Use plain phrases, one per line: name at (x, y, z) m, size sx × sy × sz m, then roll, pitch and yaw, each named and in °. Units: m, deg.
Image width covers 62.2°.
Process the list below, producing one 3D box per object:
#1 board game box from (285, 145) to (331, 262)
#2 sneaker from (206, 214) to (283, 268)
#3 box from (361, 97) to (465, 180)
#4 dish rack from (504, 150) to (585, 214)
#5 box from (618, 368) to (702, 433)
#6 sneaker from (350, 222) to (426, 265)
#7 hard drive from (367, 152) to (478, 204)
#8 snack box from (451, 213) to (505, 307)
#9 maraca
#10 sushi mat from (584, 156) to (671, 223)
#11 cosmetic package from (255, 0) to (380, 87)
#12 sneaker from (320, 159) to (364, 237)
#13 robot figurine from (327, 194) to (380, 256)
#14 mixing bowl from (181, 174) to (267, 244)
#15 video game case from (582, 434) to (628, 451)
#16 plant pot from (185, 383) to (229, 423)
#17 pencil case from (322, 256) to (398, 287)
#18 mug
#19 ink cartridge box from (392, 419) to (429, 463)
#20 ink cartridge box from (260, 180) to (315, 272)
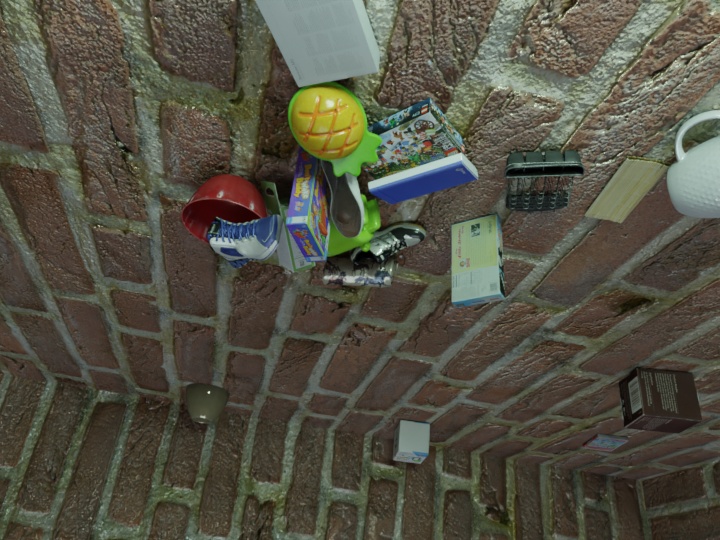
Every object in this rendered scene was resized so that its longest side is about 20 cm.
board game box at (-0.098, -0.140, 1.228) m, size 0.044 × 0.204 × 0.135 m, roll -2°, pitch 150°, yaw 14°
sneaker at (-0.264, -0.070, 1.285) m, size 0.114 × 0.082 × 0.197 m, roll 28°, pitch 145°, yaw -37°
box at (0.088, -0.245, 1.175) m, size 0.197 × 0.038 × 0.136 m, roll -17°, pitch 142°, yaw 34°
dish rack at (0.370, -0.170, 1.234) m, size 0.150 × 0.056 × 0.201 m, roll 1°, pitch 150°, yaw 11°
box at (1.021, 0.449, 2.048) m, size 0.195 × 0.169 × 0.165 m, roll 6°, pitch 150°, yaw 2°
sneaker at (0.066, -0.056, 1.454) m, size 0.196 × 0.089 × 0.076 m, roll -10°, pitch 145°, yaw 23°
hard drive at (0.130, -0.184, 1.222) m, size 0.197 × 0.026 × 0.131 m, roll -14°, pitch 169°, yaw 23°
snack box at (0.265, -0.023, 1.356) m, size 0.114 × 0.204 × 0.037 m, roll -12°, pitch 149°, yaw 30°
maraca at (-0.046, -0.257, 1.098) m, size 0.136 × 0.108 × 0.200 m, roll -32°, pitch 125°, yaw 20°
sushi mat at (0.553, -0.165, 1.247) m, size 0.094 × 0.012 × 0.201 m, roll 9°, pitch 150°, yaw -2°
cosmetic package at (-0.066, -0.392, 0.942) m, size 0.148 × 0.053 × 0.201 m, roll -6°, pitch 148°, yaw 17°
sneaker at (-0.026, -0.169, 1.236) m, size 0.071 × 0.085 × 0.203 m, roll 0°, pitch 123°, yaw 17°
robot figurine at (-0.045, -0.102, 1.366) m, size 0.198 × 0.118 × 0.174 m, roll -20°, pitch 159°, yaw 38°
mixing bowl at (-0.295, -0.145, 1.351) m, size 0.196 × 0.110 × 0.201 m, roll 5°, pitch 151°, yaw 3°
video game case at (1.137, 0.803, 2.780) m, size 0.140 × 0.018 × 0.201 m, roll 6°, pitch 150°, yaw 1°
plant pot at (-0.701, 0.610, 2.693) m, size 0.196 × 0.137 × 0.201 m, roll 5°, pitch 151°, yaw 3°
pencil case at (0.000, 0.000, 1.574) m, size 0.195 × 0.090 × 0.079 m, roll 2°, pitch 122°, yaw 7°
mug at (0.648, -0.192, 1.076) m, size 0.174 × 0.148 × 0.202 m, roll -17°, pitch 113°, yaw 46°
ink cartridge box at (0.242, 0.822, 2.857) m, size 0.143 × 0.149 × 0.201 m, roll 7°, pitch 151°, yaw -1°
ink cartridge box at (-0.162, -0.107, 1.343) m, size 0.058 × 0.204 × 0.103 m, roll -18°, pitch -162°, yaw -21°
